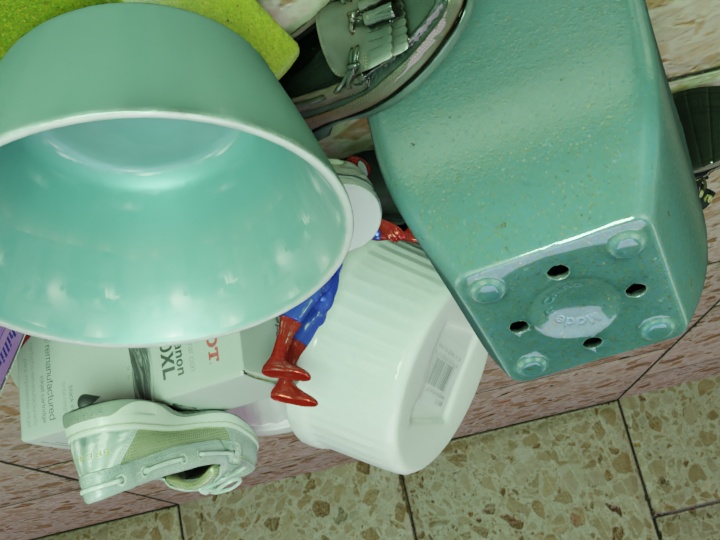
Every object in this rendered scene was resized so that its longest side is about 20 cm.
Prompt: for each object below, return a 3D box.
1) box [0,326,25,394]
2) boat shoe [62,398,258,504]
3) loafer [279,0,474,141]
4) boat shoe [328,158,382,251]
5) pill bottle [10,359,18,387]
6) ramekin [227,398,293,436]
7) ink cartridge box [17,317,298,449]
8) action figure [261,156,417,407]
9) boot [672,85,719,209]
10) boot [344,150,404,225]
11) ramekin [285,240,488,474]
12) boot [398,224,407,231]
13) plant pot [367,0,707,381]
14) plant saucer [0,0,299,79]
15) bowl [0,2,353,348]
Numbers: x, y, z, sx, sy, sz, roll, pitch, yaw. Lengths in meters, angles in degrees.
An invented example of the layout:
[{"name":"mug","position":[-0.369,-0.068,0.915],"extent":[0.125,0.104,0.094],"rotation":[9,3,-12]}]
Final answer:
[{"name":"box","position":[-0.316,0.004,0.519],"extent":[0.174,0.097,0.201],"rotation":[3,143,9]},{"name":"boat shoe","position":[-0.135,0.137,0.666],"extent":[0.074,0.065,0.202],"rotation":[-17,159,15]},{"name":"loafer","position":[-0.017,-0.131,0.581],"extent":[0.062,0.073,0.199],"rotation":[12,152,-40]},{"name":"boat shoe","position":[-0.087,-0.050,0.630],"extent":[0.197,0.070,0.072],"rotation":[-4,122,-7]},{"name":"pill bottle","position":[-0.251,0.077,0.955],"extent":[0.199,0.112,0.110],"rotation":[4,156,-41]},{"name":"ramekin","position":[-0.089,0.040,0.843],"extent":[0.200,0.204,0.095],"rotation":[-12,151,-2]},{"name":"ink cartridge box","position":[-0.159,0.041,0.707],"extent":[0.198,0.147,0.083],"rotation":[-19,158,19]},{"name":"action figure","position":[0.000,0.000,0.674],"extent":[0.098,0.202,0.066],"rotation":[7,149,7]},{"name":"boot","position":[0.306,-0.102,0.869],"extent":[0.202,0.074,0.153],"rotation":[-19,159,42]},{"name":"boot","position":[0.095,-0.105,0.734],"extent":[0.163,0.066,0.200],"rotation":[-1,159,-37]},{"name":"ramekin","position":[0.033,0.071,0.783],"extent":[0.097,0.202,0.200],"rotation":[20,177,27]},{"name":"boot","position":[0.114,-0.026,0.875],"extent":[0.198,0.077,0.168],"rotation":[-12,-173,-22]},{"name":"plant pot","position":[0.123,-0.048,0.606],"extent":[0.194,0.202,0.196],"rotation":[-19,136,18]},{"name":"plant saucer","position":[-0.161,-0.111,0.496],"extent":[0.198,0.048,0.199],"rotation":[-23,148,21]},{"name":"bowl","position":[-0.107,-0.052,0.459],"extent":[0.198,0.106,0.201],"rotation":[-7,150,-4]}]
